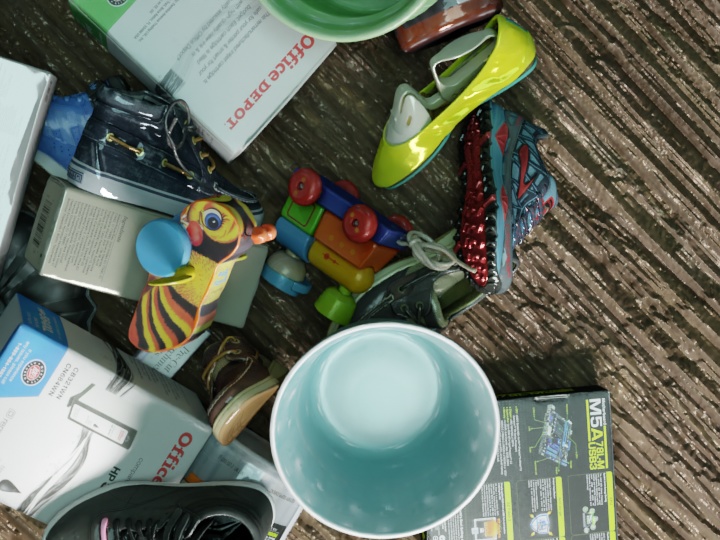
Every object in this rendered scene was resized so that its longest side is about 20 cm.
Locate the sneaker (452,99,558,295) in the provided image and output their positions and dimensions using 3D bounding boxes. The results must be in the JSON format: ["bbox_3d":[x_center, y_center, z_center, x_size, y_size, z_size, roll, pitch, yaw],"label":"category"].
[{"bbox_3d":[0.143,-0.067,1.110,0.094,0.079,0.203,14,60,-15],"label":"sneaker"}]

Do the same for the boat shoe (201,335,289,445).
[{"bbox_3d":[-0.112,0.096,1.060,0.072,0.200,0.072,42,97,1],"label":"boat shoe"}]

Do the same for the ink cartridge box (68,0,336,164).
[{"bbox_3d":[-0.141,-0.218,1.094,0.200,0.084,0.146,44,81,-6],"label":"ink cartridge box"}]

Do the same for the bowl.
[{"bbox_3d":[0.020,0.124,1.077,0.197,0.105,0.204,-1,107,-2],"label":"bowl"}]

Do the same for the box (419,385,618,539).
[{"bbox_3d":[0.152,0.220,1.172,0.190,0.047,0.204,-5,92,-9],"label":"box"}]

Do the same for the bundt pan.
[{"bbox_3d":[-0.343,0.041,1.093,0.198,0.076,0.206,0,93,-6],"label":"bundt pan"}]

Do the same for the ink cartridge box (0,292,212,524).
[{"bbox_3d":[-0.249,0.138,1.048,0.199,0.084,0.147,32,93,-26],"label":"ink cartridge box"}]

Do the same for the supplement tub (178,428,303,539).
[{"bbox_3d":[-0.140,0.247,1.101,0.121,0.123,0.202,31,89,-7],"label":"supplement tub"}]

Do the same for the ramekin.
[{"bbox_3d":[-0.001,-0.296,1.018,0.197,0.098,0.204,4,102,18],"label":"ramekin"}]

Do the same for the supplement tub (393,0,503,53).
[{"bbox_3d":[0.050,-0.311,1.107,0.106,0.107,0.203,-23,95,-5],"label":"supplement tub"}]

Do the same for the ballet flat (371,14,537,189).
[{"bbox_3d":[0.072,-0.160,1.115,0.199,0.067,0.067,-39,129,14],"label":"ballet flat"}]

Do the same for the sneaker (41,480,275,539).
[{"bbox_3d":[-0.166,0.215,0.985,0.196,0.099,0.072,-6,94,-5],"label":"sneaker"}]

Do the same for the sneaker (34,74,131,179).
[{"bbox_3d":[-0.265,-0.146,1.090,0.199,0.077,0.112,39,93,-10],"label":"sneaker"}]

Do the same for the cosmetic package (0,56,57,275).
[{"bbox_3d":[-0.325,-0.081,1.025,0.081,0.051,0.203,17,91,-8],"label":"cosmetic package"}]

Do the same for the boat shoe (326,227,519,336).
[{"bbox_3d":[0.060,0.026,1.132,0.199,0.066,0.072,-35,131,-6],"label":"boat shoe"}]

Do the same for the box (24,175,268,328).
[{"bbox_3d":[-0.188,-0.016,1.075,0.198,0.068,0.083,19,93,-30],"label":"box"}]

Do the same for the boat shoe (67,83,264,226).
[{"bbox_3d":[-0.155,-0.097,1.066,0.198,0.071,0.092,14,102,-42],"label":"boat shoe"}]

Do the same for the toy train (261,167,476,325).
[{"bbox_3d":[0.000,0.000,1.092,0.199,0.084,0.117,35,103,29],"label":"toy train"}]

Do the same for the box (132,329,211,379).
[{"bbox_3d":[-0.220,0.118,1.127,0.041,0.039,0.200,43,87,-9],"label":"box"}]

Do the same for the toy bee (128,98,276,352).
[{"bbox_3d":[-0.129,-0.018,0.992,0.107,0.131,0.203,17,126,17],"label":"toy bee"}]
